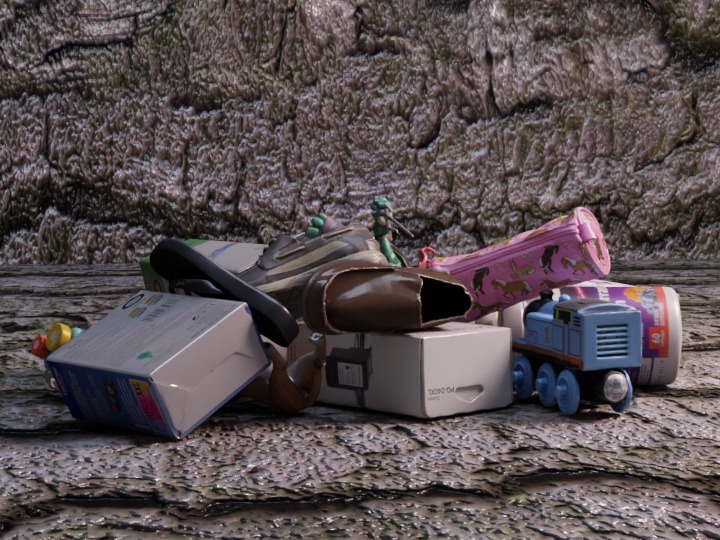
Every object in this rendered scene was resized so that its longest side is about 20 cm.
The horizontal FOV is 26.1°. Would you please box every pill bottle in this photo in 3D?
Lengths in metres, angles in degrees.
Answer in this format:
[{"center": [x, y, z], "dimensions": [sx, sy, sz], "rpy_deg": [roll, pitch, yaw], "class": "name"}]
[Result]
[{"center": [0.256, 0.073, 1.760], "dimensions": [0.198, 0.112, 0.111], "rpy_deg": [0, 4, 1], "class": "pill bottle"}]

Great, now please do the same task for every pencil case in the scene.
[{"center": [0.173, -0.004, 1.696], "dimensions": [0.199, 0.083, 0.087], "rpy_deg": [-19, 13, 23], "class": "pencil case"}]

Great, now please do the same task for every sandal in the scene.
[{"center": [-0.145, 0.024, 1.523], "dimensions": [0.199, 0.043, 0.076], "rpy_deg": [26, -24, 39], "class": "sandal"}]

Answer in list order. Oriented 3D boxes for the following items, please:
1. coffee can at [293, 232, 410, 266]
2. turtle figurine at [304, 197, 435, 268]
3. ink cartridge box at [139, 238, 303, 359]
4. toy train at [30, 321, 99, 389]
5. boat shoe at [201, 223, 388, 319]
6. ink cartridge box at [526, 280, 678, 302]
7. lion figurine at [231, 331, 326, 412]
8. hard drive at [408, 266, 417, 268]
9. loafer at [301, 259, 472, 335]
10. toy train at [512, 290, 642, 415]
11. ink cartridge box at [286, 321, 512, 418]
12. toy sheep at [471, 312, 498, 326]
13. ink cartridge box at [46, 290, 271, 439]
[{"center": [-0.030, 0.020, 2.220], "dimensions": [0.145, 0.148, 0.200], "rpy_deg": [-2, 4, -24], "class": "coffee can"}, {"center": [0.000, 0.000, 1.733], "dimensions": [0.101, 0.150, 0.200], "rpy_deg": [36, -11, -30], "class": "turtle figurine"}, {"center": [-0.149, 0.048, 1.755], "dimensions": [0.084, 0.146, 0.199], "rpy_deg": [-23, 18, -37], "class": "ink cartridge box"}, {"center": [-0.247, 0.105, 1.653], "dimensions": [0.198, 0.056, 0.151], "rpy_deg": [-7, -35, 0], "class": "toy train"}, {"center": [-0.072, 0.005, 1.629], "dimensions": [0.198, 0.074, 0.075], "rpy_deg": [-15, -32, -4], "class": "boat shoe"}, {"center": [0.277, 0.052, 1.970], "dimensions": [0.199, 0.085, 0.145], "rpy_deg": [7, 2, -19], "class": "ink cartridge box"}, {"center": [-0.104, 0.104, 1.571], "dimensions": [0.199, 0.123, 0.072], "rpy_deg": [24, 43, 37], "class": "lion figurine"}, {"center": [0.049, 0.049, 1.958], "dimensions": [0.199, 0.033, 0.140], "rpy_deg": [7, -39, -38], "class": "hard drive"}, {"center": [0.031, 0.024, 1.526], "dimensions": [0.199, 0.074, 0.071], "rpy_deg": [-6, 7, -38], "class": "loafer"}, {"center": [0.219, 0.083, 1.607], "dimensions": [0.086, 0.115, 0.200], "rpy_deg": [-1, 5, -19], "class": "toy train"}, {"center": [0.041, 0.096, 1.623], "dimensions": [0.199, 0.084, 0.145], "rpy_deg": [3, 5, 44], "class": "ink cartridge box"}, {"center": [0.097, 0.060, 1.853], "dimensions": [0.198, 0.139, 0.138], "rpy_deg": [5, 4, 2], "class": "toy sheep"}, {"center": [-0.205, 0.085, 1.499], "dimensions": [0.199, 0.077, 0.136], "rpy_deg": [7, 34, 44], "class": "ink cartridge box"}]
